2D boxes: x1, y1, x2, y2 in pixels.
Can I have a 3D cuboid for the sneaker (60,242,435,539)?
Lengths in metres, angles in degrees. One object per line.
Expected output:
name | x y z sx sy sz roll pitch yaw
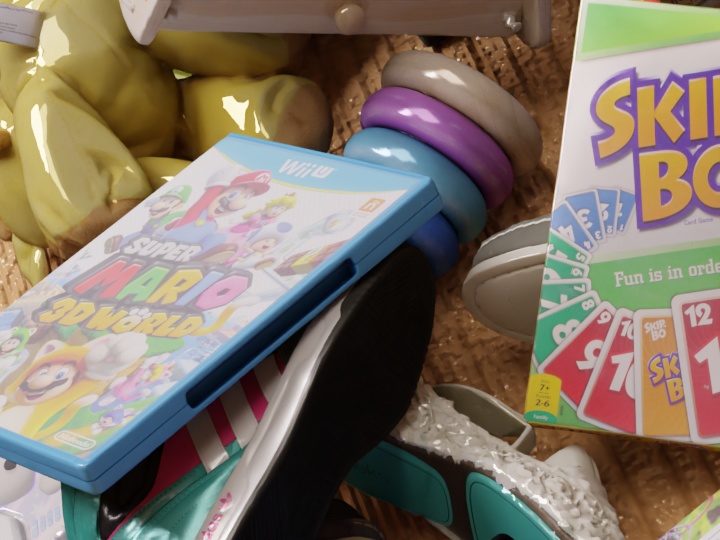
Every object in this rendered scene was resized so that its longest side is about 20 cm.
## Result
sneaker | -0.058 0.063 1.177 0.121 0.084 0.200 12 56 32

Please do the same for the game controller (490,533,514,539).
game controller | 0.018 0.155 1.083 0.042 0.200 0.104 45 76 5

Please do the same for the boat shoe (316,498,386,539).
boat shoe | -0.077 0.157 1.202 0.200 0.075 0.073 -19 33 -4

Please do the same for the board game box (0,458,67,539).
board game box | -0.183 0.139 1.294 0.200 0.026 0.200 12 60 34

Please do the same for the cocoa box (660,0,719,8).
cocoa box | 0.195 -0.169 1.286 0.200 0.131 0.133 -28 46 3

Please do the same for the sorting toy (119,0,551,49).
sorting toy | -0.025 -0.188 1.320 0.200 0.107 0.180 -1 32 -22

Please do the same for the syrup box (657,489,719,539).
syrup box | 0.149 0.145 1.085 0.200 0.079 0.081 -39 46 -8

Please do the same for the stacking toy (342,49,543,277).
stacking toy | 0.000 0.000 1.292 0.085 0.085 0.200 22 72 38

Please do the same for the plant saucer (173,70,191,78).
plant saucer | -0.081 -0.184 1.473 0.200 0.048 0.200 16 77 36

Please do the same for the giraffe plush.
giraffe plush | -0.126 -0.060 1.353 0.200 0.162 0.173 24 62 -5

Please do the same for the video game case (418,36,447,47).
video game case | 0.075 -0.223 1.466 0.200 0.026 0.181 -33 46 -2

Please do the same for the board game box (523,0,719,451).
board game box | 0.129 -0.029 1.176 0.095 0.030 0.200 7 82 12

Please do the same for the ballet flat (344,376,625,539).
ballet flat | 0.059 0.087 1.188 0.072 0.072 0.200 -46 48 -14

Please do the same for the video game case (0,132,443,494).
video game case | -0.080 0.012 1.176 0.200 0.018 0.143 -40 32 -27

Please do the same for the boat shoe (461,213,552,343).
boat shoe | 0.144 -0.013 1.226 0.202 0.072 0.060 -8 50 13
